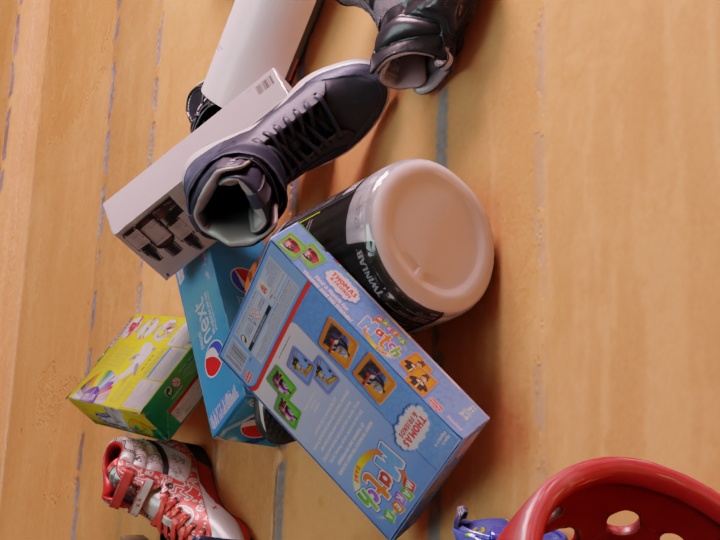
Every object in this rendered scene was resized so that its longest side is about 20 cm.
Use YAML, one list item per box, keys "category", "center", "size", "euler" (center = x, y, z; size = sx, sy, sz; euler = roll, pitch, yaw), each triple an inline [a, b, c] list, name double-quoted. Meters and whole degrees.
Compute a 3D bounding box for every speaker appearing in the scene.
- category: "speaker"
  center: [-0.079, -0.242, 1.435]
  size: [0.081, 0.080, 0.202]
  euler: [46, 118, 53]

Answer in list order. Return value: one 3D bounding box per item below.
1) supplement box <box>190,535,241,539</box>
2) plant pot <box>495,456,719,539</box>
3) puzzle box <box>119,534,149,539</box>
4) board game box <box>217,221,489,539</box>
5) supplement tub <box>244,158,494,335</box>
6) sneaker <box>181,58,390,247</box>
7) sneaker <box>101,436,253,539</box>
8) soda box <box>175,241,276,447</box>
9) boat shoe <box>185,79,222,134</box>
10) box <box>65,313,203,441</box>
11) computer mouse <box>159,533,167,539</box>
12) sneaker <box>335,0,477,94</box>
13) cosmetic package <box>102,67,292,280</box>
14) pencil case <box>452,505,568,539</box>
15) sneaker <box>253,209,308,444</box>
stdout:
- category: "supplement box"
  center: [-0.078, 0.305, 1.131]
  size: [0.200, 0.198, 0.136]
  euler: [-42, 46, 41]
- category: "plant pot"
  center: [0.134, 0.235, 0.838]
  size: [0.183, 0.198, 0.202]
  euler: [-60, 35, 37]
- category: "puzzle box"
  center: [-0.201, 0.317, 1.404]
  size: [0.200, 0.025, 0.135]
  euler: [160, 110, -76]
- category: "board game box"
  center: [-0.011, 0.085, 1.131]
  size: [0.200, 0.036, 0.152]
  euler: [46, 140, 15]
- category: "supplement tub"
  center: [0.000, 0.000, 1.189]
  size: [0.199, 0.121, 0.124]
  euler: [-24, 60, 51]
- category: "sneaker"
  center: [-0.057, -0.094, 1.262]
  size: [0.201, 0.077, 0.146]
  euler: [-33, 17, 6]
- category: "sneaker"
  center: [-0.172, 0.223, 1.392]
  size: [0.068, 0.107, 0.202]
  euler: [-63, 35, 21]
- category: "soda box"
  center: [-0.110, 0.058, 1.389]
  size: [0.064, 0.067, 0.201]
  euler: [-51, 41, 35]
- category: "boat shoe"
  center: [-0.137, -0.141, 1.508]
  size: [0.200, 0.062, 0.075]
  euler: [50, 122, 53]
- category: "box"
  center: [-0.210, 0.101, 1.505]
  size: [0.118, 0.048, 0.199]
  euler: [-52, 28, -20]
- category: "computer mouse"
  center: [-0.174, 0.320, 1.440]
  size: [0.059, 0.034, 0.202]
  euler: [116, 156, -57]
- category: "sneaker"
  center: [0.023, -0.207, 1.266]
  size: [0.199, 0.075, 0.115]
  euler: [9, 84, 55]
- category: "cosmetic package"
  center: [-0.126, -0.083, 1.376]
  size: [0.199, 0.083, 0.051]
  euler: [-38, 46, 9]
- category: "pencil case"
  center: [0.087, 0.259, 0.999]
  size: [0.077, 0.087, 0.203]
  euler: [6, 84, 18]
- category: "sneaker"
  center: [-0.056, 0.052, 1.316]
  size: [0.080, 0.073, 0.202]
  euler: [-22, 53, 57]
